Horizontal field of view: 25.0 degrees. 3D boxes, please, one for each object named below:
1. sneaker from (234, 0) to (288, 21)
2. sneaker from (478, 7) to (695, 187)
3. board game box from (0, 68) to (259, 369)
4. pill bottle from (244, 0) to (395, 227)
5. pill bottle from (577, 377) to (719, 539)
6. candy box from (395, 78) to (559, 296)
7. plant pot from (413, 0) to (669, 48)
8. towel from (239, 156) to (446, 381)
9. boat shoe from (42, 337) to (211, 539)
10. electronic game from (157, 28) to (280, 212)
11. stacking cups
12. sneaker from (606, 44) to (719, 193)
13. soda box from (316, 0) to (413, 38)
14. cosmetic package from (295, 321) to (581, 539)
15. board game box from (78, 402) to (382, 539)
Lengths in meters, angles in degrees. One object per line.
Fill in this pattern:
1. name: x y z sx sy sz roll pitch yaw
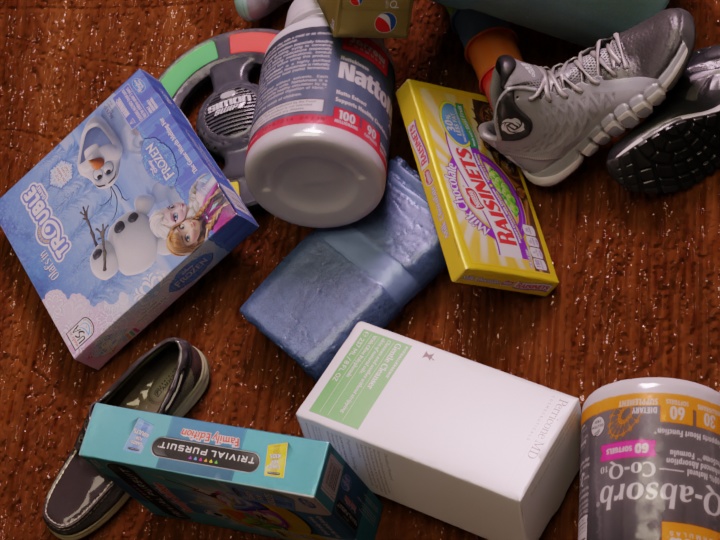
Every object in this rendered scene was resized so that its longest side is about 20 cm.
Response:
1. sneaker: -0.020 -0.301 1.543 0.140 0.078 0.200 30 76 29
2. sneaker: 0.174 -0.158 1.338 0.200 0.115 0.075 -46 30 29
3. board game box: -0.219 -0.049 1.473 0.199 0.043 0.200 -42 58 10
4. pill bottle: -0.030 -0.148 1.404 0.120 0.120 0.200 -6 51 15
5. pill bottle: 0.217 0.189 1.190 0.116 0.116 0.200 -3 63 16
6. candy box: 0.098 -0.072 1.379 0.026 0.102 0.200 -48 47 43
7. plant pot: 0.162 -0.287 1.387 0.196 0.200 0.200 21 65 -18
8. towel: 0.000 0.000 1.398 0.200 0.049 0.112 -44 60 -9
9. boat shoe: -0.209 0.137 1.384 0.073 0.065 0.200 28 76 26
10. electronic game: -0.115 -0.140 1.512 0.200 0.042 0.200 -8 62 14
11. stacking cups: 0.107 -0.215 1.459 0.060 0.061 0.200 -20 55 7
12. sneaker: 0.289 -0.140 1.376 0.200 0.076 0.088 -29 44 -3
13. soda box: -0.010 -0.274 1.410 0.068 0.064 0.200 -2 35 -15
14. cosmetic package: 0.065 0.130 1.279 0.200 0.085 0.108 17 56 26
15. board game box: -0.099 0.167 1.283 0.200 0.151 0.047 7 66 21
